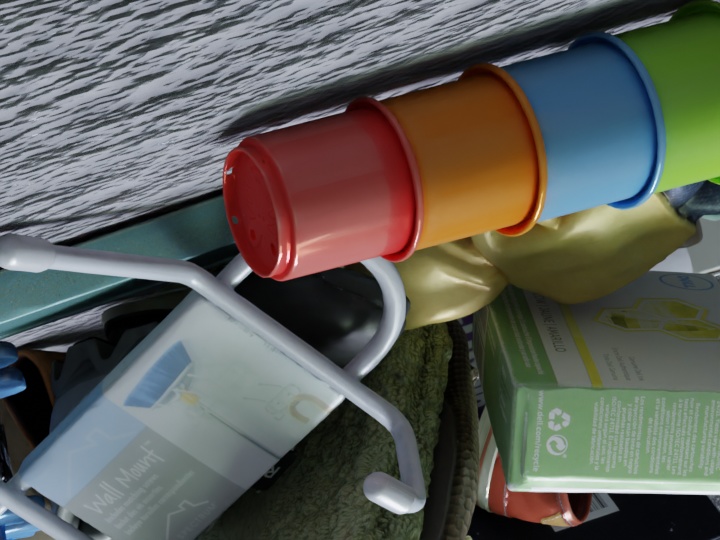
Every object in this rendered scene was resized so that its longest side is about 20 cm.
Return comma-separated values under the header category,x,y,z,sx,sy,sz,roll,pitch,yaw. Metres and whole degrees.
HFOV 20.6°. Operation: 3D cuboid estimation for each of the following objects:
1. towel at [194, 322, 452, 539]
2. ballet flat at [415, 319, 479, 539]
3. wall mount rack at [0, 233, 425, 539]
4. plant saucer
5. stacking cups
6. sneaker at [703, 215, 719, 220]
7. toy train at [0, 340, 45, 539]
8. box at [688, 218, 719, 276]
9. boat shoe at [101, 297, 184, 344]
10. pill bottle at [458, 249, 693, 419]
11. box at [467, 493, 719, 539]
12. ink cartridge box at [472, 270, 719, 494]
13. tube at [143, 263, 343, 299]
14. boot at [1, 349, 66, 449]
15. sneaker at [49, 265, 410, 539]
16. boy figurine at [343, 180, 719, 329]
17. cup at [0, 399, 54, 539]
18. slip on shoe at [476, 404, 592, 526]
category,x,y,z,sx,sy,sz,roll,pitch,yaw
towel,-0.031,0.106,0.750,0.148,0.036,0.201,-32,-150,39
ballet flat,0.028,0.075,0.798,0.067,0.046,0.200,-42,-160,19
wall mount rack,-0.081,0.057,0.647,0.200,0.173,0.075,-44,-153,21
plant saucer,-0.083,-0.001,0.671,0.199,0.019,0.070,-20,177,-15
stacking cups,0.056,-0.044,0.575,0.199,0.061,0.060,-13,173,-26
sneaker,0.170,-0.028,0.826,0.200,0.119,0.074,-15,176,-41
toy train,-0.184,0.079,0.781,0.114,0.087,0.200,-11,172,-9
box,0.117,-0.005,1.162,0.200,0.083,0.068,-25,173,38
boat shoe,-0.058,0.068,0.900,0.073,0.063,0.201,-6,154,16
pill bottle,0.067,0.021,1.031,0.199,0.112,0.111,-20,176,-12
box,0.058,0.168,1.017,0.199,0.104,0.182,-9,145,-47
ink cartridge box,0.147,0.043,0.766,0.199,0.048,0.146,2,-163,-3
tube,0.000,0.000,0.889,0.199,0.052,0.058,-5,132,-49
boot,-0.080,0.105,1.004,0.068,0.189,0.200,-37,175,9
sneaker,-0.053,0.058,0.740,0.074,0.089,0.200,22,149,-30
boy figurine,0.086,-0.028,0.729,0.199,0.065,0.124,-20,154,27
cup,-0.187,0.144,1.091,0.200,0.200,0.143,-15,148,-52
slip on shoe,0.106,0.024,0.890,0.061,0.201,0.074,23,-168,21
